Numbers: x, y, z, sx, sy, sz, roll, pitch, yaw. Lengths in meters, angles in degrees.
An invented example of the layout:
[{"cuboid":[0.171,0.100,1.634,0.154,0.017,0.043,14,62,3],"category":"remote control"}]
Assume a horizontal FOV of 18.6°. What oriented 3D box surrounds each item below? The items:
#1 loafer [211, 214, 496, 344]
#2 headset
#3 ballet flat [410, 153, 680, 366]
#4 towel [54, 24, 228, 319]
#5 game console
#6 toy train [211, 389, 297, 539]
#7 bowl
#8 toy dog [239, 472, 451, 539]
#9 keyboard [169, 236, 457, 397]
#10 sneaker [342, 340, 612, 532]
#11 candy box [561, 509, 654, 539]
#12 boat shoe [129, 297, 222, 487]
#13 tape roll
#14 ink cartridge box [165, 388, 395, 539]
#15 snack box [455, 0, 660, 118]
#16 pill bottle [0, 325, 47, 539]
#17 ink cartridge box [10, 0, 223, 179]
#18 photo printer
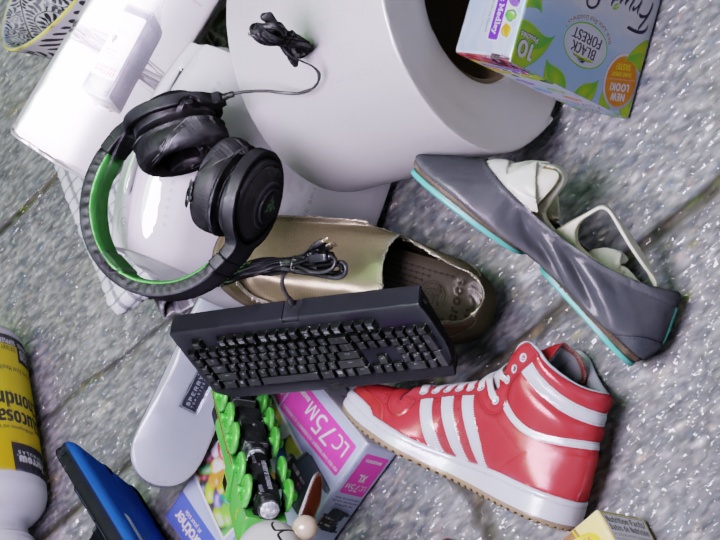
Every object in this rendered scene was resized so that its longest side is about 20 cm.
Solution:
[{"cuboid":[0.000,0.000,1.474,0.067,0.198,0.077,130,148,-74],"category":"loafer"},{"cuboid":[-0.102,-0.074,1.402,0.124,0.094,0.200,45,98,22],"category":"headset"},{"cuboid":[0.125,-0.026,1.411,0.200,0.073,0.073,41,109,7],"category":"ballet flat"},{"cuboid":[-0.141,-0.078,1.694,0.166,0.085,0.201,-44,52,22],"category":"towel"},{"cuboid":[-0.178,0.253,1.603,0.118,0.171,0.200,-39,57,1],"category":"game console"},{"cuboid":[-0.078,0.127,1.514,0.200,0.041,0.057,-112,33,-64],"category":"toy train"},{"cuboid":[-0.192,-0.235,1.755,0.201,0.094,0.201,-40,30,29],"category":"bowl"},{"cuboid":[0.003,0.195,1.438,0.096,0.200,0.132,-43,77,4],"category":"toy dog"},{"cuboid":[-0.041,0.035,1.441,0.199,0.127,0.021,-8,38,31],"category":"keyboard"},{"cuboid":[0.081,0.084,1.455,0.199,0.071,0.113,23,98,35],"category":"sneaker"},{"cuboid":[0.162,0.262,1.344,0.115,0.055,0.201,-44,54,25],"category":"candy box"},{"cuboid":[-0.112,0.068,1.635,0.201,0.073,0.065,-55,6,-7],"category":"boat shoe"},{"cuboid":[0.025,-0.164,1.485,0.139,0.202,0.204,-12,71,38],"category":"tape roll"},{"cuboid":[-0.068,0.167,1.591,0.201,0.042,0.119,-56,49,17],"category":"ink cartridge box"},{"cuboid":[0.146,-0.215,1.429,0.053,0.142,0.201,15,88,42],"category":"snack box"},{"cuboid":[-0.312,0.151,1.764,0.112,0.112,0.201,-31,60,32],"category":"pill bottle"},{"cuboid":[-0.161,-0.169,1.582,0.201,0.085,0.146,-56,5,8],"category":"ink cartridge box"},{"cuboid":[-0.078,-0.056,1.537,0.069,0.199,0.167,13,80,49],"category":"photo printer"}]
